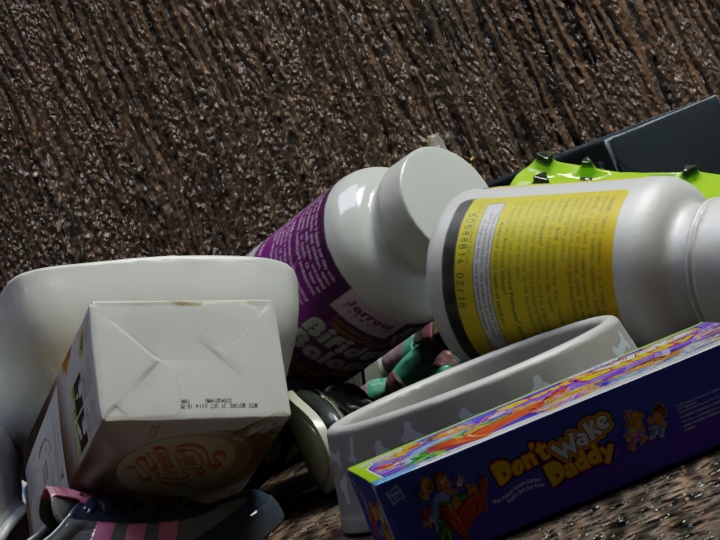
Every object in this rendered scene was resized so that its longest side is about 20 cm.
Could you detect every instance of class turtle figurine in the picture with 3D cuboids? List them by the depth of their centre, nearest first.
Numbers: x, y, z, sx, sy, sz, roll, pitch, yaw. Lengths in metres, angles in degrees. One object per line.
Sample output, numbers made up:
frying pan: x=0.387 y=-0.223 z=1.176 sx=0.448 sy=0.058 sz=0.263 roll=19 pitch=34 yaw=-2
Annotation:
turtle figurine: x=0.080 y=0.054 z=1.834 sx=0.150 sy=0.101 sz=0.200 roll=-23 pitch=-4 yaw=-46

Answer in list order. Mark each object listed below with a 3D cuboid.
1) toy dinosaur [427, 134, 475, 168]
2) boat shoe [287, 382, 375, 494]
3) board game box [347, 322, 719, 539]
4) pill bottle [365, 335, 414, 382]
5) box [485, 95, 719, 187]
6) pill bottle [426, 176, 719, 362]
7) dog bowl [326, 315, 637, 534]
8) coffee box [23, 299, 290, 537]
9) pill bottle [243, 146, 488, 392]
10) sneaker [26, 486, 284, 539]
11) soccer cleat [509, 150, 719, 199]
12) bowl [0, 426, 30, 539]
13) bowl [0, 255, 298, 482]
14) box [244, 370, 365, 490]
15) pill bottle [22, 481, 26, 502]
toy dinosaur: x=0.056 y=-0.022 z=1.898 sx=0.106 sy=0.060 sz=0.200 roll=-55 pitch=12 yaw=49
boat shoe: x=-0.012 y=0.102 z=1.722 sx=0.067 sy=0.072 sz=0.200 roll=-22 pitch=-2 yaw=-2
board game box: x=0.098 y=0.083 z=1.273 sx=0.199 sy=0.045 sz=0.134 roll=-22 pitch=1 yaw=-6
pill bottle: x=0.050 y=0.049 z=2.018 sx=0.113 sy=0.113 sz=0.200 roll=-20 pitch=2 yaw=46
box: x=0.188 y=-0.022 z=1.883 sx=0.107 sy=0.149 sz=0.200 roll=-23 pitch=2 yaw=-29
pill bottle: x=0.148 y=0.001 z=1.562 sx=0.199 sy=0.112 sz=0.111 roll=-3 pitch=12 yaw=36
dog bowl: x=0.071 y=0.083 z=1.466 sx=0.199 sy=0.059 sz=0.200 roll=-22 pitch=1 yaw=0
coffee box: x=-0.126 y=0.097 z=1.564 sx=0.114 sy=0.080 sz=0.200 roll=1 pitch=-29 yaw=-21
pill bottle: x=0.000 y=0.000 z=1.756 sx=0.112 sy=0.113 sz=0.200 roll=-23 pitch=-10 yaw=-46
sneaker: x=-0.140 y=0.152 z=1.508 sx=0.199 sy=0.082 sz=0.070 roll=-22 pitch=1 yaw=-24
soccer cleat: x=0.189 y=-0.023 z=1.660 sx=0.199 sy=0.081 sz=0.068 roll=9 pitch=34 yaw=10
bowl: x=-0.263 y=0.172 z=1.643 sx=0.201 sy=0.090 sz=0.202 roll=24 pitch=-90 yaw=-83
bowl: x=-0.138 y=0.077 z=1.690 sx=0.199 sy=0.075 sz=0.200 roll=-4 pitch=-33 yaw=-17
box: x=-0.093 y=0.106 z=1.853 sx=0.110 sy=0.035 sz=0.200 roll=12 pitch=33 yaw=29
pill bottle: x=-0.301 y=0.190 z=1.905 sx=0.113 sy=0.114 sz=0.200 roll=-21 pitch=2 yaw=12
